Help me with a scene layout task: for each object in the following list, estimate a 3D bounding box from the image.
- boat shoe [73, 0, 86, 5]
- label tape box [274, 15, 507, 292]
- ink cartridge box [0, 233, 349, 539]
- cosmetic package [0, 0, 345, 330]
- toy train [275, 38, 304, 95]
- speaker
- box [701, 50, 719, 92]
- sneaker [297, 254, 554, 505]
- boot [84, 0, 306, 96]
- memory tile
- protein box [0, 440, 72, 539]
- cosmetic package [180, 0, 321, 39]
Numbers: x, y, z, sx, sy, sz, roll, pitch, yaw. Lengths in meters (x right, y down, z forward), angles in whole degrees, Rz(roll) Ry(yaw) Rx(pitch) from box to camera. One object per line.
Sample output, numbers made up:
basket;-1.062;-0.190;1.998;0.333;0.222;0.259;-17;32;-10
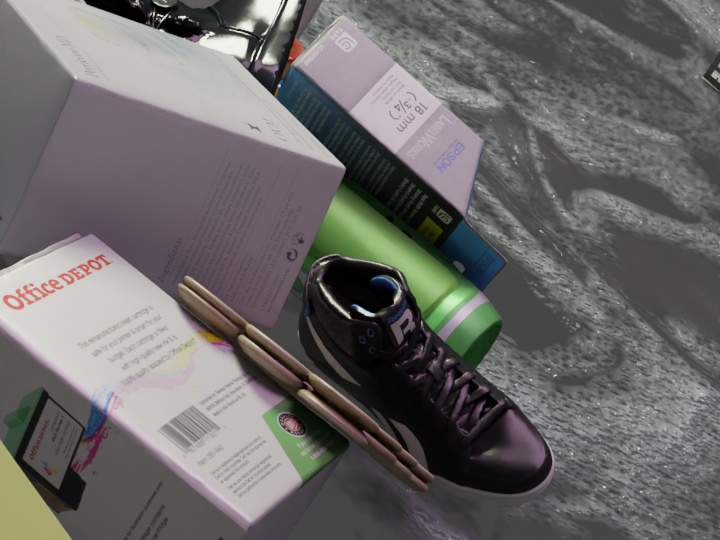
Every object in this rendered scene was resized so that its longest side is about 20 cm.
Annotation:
boat shoe;-0.227;-0.184;1.510;0.071;0.072;0.201;48;-13;56
label tape box;0.024;-0.065;1.608;0.200;0.144;0.063;42;62;2
ink cartridge box;-0.126;0.084;1.247;0.200;0.084;0.145;38;24;9
cosmetic package;-0.149;-0.079;1.436;0.199;0.124;0.199;15;18;-33
toy train;-0.070;-0.132;1.758;0.149;0.056;0.200;11;33;-42
speaker;0.000;0.000;1.562;0.200;0.089;0.088;40;25;13
box;0.500;-0.192;2.587;0.158;0.050;0.199;45;26;23
sneaker;0.038;0.066;1.439;0.199;0.112;0.073;34;65;18
boot;-0.130;-0.199;1.720;0.167;0.077;0.201;18;39;-1
memory tile;-0.031;0.072;1.355;0.153;0.017;0.200;37;-5;21
protein box;-0.239;0.130;0.875;0.134;0.201;0.199;2;38;-49
cosmetic package;-0.123;-0.261;1.867;0.199;0.113;0.081;31;23;-1
